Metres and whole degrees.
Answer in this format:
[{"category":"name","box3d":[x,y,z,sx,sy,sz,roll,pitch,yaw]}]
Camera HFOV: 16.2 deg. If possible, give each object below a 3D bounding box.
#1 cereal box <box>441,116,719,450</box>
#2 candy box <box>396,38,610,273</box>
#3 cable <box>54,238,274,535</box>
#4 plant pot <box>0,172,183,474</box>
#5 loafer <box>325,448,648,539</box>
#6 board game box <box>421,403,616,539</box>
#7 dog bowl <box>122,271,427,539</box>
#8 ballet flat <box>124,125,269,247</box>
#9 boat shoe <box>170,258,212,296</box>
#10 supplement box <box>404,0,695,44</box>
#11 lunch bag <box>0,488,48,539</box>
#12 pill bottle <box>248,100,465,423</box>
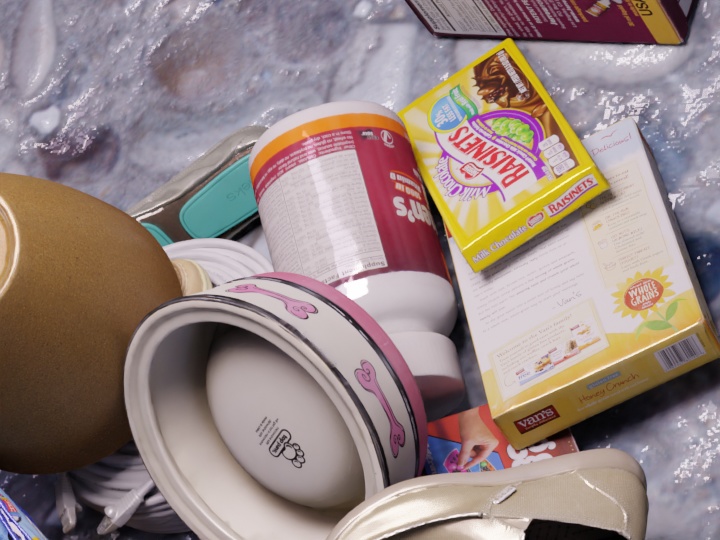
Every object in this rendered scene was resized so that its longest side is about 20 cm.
[{"category":"cereal box","box3d":[0.135,0.005,1.585,0.144,0.040,0.200,-26,40,13]},{"category":"candy box","box3d":[0.088,-0.078,1.656,0.102,0.026,0.200,-35,31,6]},{"category":"cable","box3d":[-0.121,0.077,1.690,0.200,0.069,0.200,-29,49,10]},{"category":"plant pot","box3d":[-0.219,0.014,1.542,0.186,0.200,0.187,-3,74,9]},{"category":"loafer","box3d":[0.073,0.156,1.440,0.200,0.076,0.068,-17,37,-2]},{"category":"board game box","box3d":[0.095,0.155,1.505,0.103,0.019,0.200,-17,42,-3]},{"category":"dog bowl","box3d":[-0.045,0.089,1.527,0.200,0.200,0.074,10,32,35]},{"category":"ballet flat","box3d":[-0.129,-0.032,1.781,0.200,0.067,0.064,-34,21,6]},{"category":"boat shoe","box3d":[-0.186,0.055,1.653,0.200,0.063,0.073,-38,47,2]},{"category":"supplement box","box3d":[0.132,-0.234,1.719,0.200,0.103,0.131,6,64,33]},{"category":"lunch bag","box3d":[-0.231,0.163,1.502,0.200,0.151,0.094,36,75,18]},{"category":"pill bottle","box3d":[0.000,0.000,1.628,0.109,0.110,0.200,-24,63,16]}]
